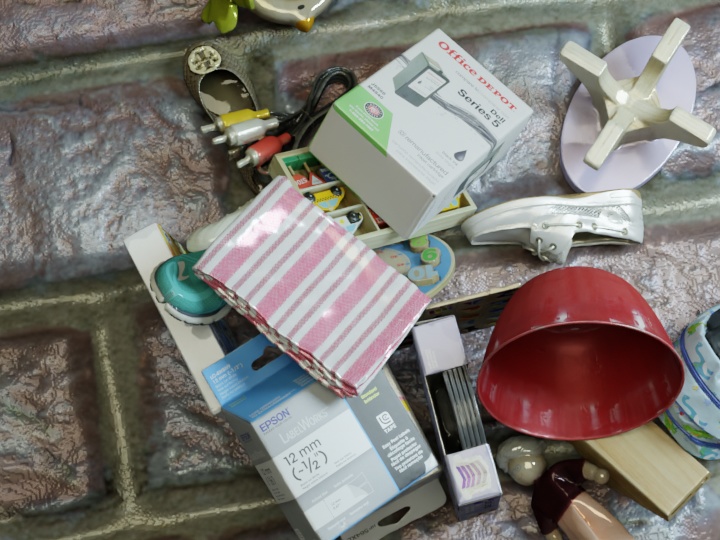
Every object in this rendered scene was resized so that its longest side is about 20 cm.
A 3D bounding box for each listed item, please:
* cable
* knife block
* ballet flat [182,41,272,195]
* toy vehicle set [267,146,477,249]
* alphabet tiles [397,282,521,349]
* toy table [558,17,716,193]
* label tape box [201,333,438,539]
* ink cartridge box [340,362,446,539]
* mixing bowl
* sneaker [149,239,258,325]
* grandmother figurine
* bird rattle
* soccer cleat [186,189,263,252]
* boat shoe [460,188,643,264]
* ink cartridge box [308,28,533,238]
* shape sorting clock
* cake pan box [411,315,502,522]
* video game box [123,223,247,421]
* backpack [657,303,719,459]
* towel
[{"bbox_3d":[-0.070,-0.163,1.759,0.199,0.051,0.097,-32,61,-23],"label":"cable"},{"bbox_3d":[0.245,0.153,1.662,0.064,0.200,0.176,-44,110,-7],"label":"knife block"},{"bbox_3d":[-0.138,-0.169,1.798,0.067,0.046,0.201,-26,79,-3],"label":"ballet flat"},{"bbox_3d":[0.014,-0.086,1.727,0.199,0.027,0.125,-16,63,-34],"label":"toy vehicle set"},{"bbox_3d":[0.129,0.041,1.686,0.198,0.167,0.008,-14,76,-2],"label":"alphabet tiles"},{"bbox_3d":[0.293,-0.179,1.757,0.183,0.117,0.201,21,80,6],"label":"toy table"},{"bbox_3d":[-0.039,0.143,1.560,0.143,0.066,0.201,-31,92,-22],"label":"label tape box"},{"bbox_3d":[-0.003,0.175,1.682,0.128,0.125,0.201,-28,79,-4],"label":"ink cartridge box"},{"bbox_3d":[0.210,0.068,1.588,0.198,0.201,0.109,0,51,1],"label":"mixing bowl"},{"bbox_3d":[-0.126,-0.006,1.589,0.199,0.080,0.078,-22,71,-50],"label":"sneaker"},{"bbox_3d":[0.217,0.244,1.678,0.200,0.060,0.122,44,118,24],"label":"grandmother figurine"},{"bbox_3d":[-0.099,-0.352,1.831,0.162,0.113,0.201,26,66,-5],"label":"bird rattle"},{"bbox_3d":[-0.096,-0.064,1.750,0.198,0.069,0.078,-15,103,-17],"label":"soccer cleat"},{"bbox_3d":[0.209,-0.041,1.751,0.198,0.071,0.070,-8,77,-1],"label":"boat shoe"},{"bbox_3d":[0.066,-0.149,1.723,0.145,0.084,0.200,42,49,8],"label":"ink cartridge box"},{"bbox_3d":[0.000,0.000,1.700,0.198,0.200,0.040,-10,121,-1],"label":"shape sorting clock"},{"bbox_3d":[0.096,0.152,1.648,0.052,0.200,0.186,-16,76,0],"label":"cake pan box"},{"bbox_3d":[-0.164,0.062,1.680,0.047,0.182,0.201,-28,79,-2],"label":"video game box"},{"bbox_3d":[0.380,0.111,1.653,0.153,0.200,0.164,-37,78,15],"label":"backpack"},{"bbox_3d":[-0.043,0.012,1.552,0.200,0.030,0.147,40,56,0],"label":"towel"}]
